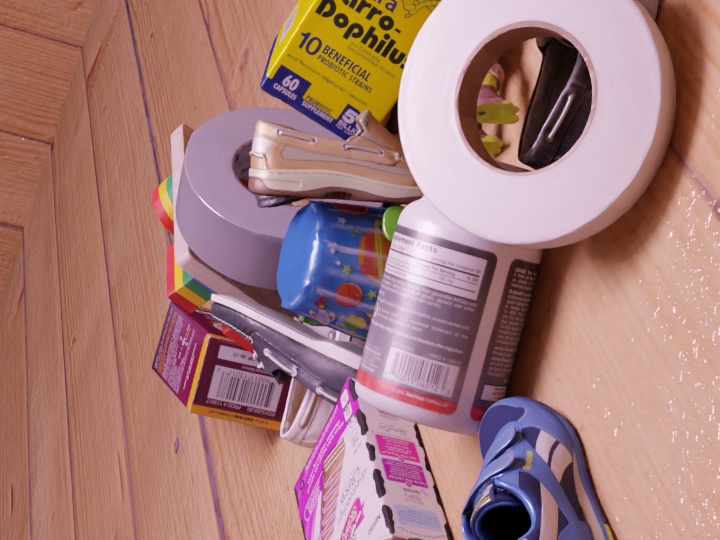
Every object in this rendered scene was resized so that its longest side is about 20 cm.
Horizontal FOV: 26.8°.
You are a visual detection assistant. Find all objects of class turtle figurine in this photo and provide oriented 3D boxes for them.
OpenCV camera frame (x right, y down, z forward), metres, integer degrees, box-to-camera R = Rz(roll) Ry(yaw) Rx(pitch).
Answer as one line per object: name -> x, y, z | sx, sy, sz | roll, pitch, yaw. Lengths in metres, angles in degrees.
turtle figurine -> 0.104, -0.189, 1.266 | 0.200, 0.064, 0.163 | 134, 144, -52

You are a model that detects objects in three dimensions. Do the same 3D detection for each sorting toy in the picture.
sorting toy -> -0.133, -0.018, 1.561 | 0.069, 0.199, 0.200 | -35, 39, 24

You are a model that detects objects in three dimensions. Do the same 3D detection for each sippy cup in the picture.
sippy cup -> 0.000, 0.000, 1.326 | 0.140, 0.129, 0.179 | -111, 40, -57

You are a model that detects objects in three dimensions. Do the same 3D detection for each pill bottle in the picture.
pill bottle -> 0.073, 0.014, 1.152 | 0.116, 0.115, 0.202 | -157, 82, -68

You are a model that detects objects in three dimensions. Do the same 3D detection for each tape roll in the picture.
tape roll -> 0.121, -0.118, 1.056 | 0.201, 0.037, 0.206 | -3, 85, 28
tape roll -> -0.077, -0.072, 1.454 | 0.202, 0.198, 0.067 | -101, 20, -47

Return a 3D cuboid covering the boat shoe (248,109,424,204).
boat shoe -> 0.006, -0.096, 1.263 | 0.072, 0.197, 0.077 | -162, 75, -76

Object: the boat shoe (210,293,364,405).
boat shoe -> -0.064, 0.078, 1.400 | 0.199, 0.075, 0.061 | 23, 96, 30

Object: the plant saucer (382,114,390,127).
plant saucer -> -0.010, -0.218, 1.503 | 0.200, 0.035, 0.202 | 159, 91, -86

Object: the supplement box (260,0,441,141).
supplement box -> 0.013, -0.225, 1.295 | 0.201, 0.108, 0.110 | -54, 14, 27

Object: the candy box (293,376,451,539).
candy box -> 0.006, 0.208, 1.280 | 0.201, 0.060, 0.137 | -109, 39, -54

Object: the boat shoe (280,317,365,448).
boat shoe -> -0.039, 0.071, 1.463 | 0.071, 0.069, 0.203 | 176, 106, -68

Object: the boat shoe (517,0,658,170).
boat shoe -> 0.162, -0.163, 1.093 | 0.072, 0.070, 0.203 | 179, 104, -68

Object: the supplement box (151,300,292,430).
supplement box -> -0.151, 0.102, 1.673 | 0.200, 0.109, 0.087 | -153, 78, -68

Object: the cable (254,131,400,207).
cable -> -0.004, -0.100, 1.343 | 0.097, 0.197, 0.051 | -138, 40, -70

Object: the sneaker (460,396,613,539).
sneaker -> 0.108, 0.150, 1.029 | 0.201, 0.081, 0.075 | -110, 38, -58
